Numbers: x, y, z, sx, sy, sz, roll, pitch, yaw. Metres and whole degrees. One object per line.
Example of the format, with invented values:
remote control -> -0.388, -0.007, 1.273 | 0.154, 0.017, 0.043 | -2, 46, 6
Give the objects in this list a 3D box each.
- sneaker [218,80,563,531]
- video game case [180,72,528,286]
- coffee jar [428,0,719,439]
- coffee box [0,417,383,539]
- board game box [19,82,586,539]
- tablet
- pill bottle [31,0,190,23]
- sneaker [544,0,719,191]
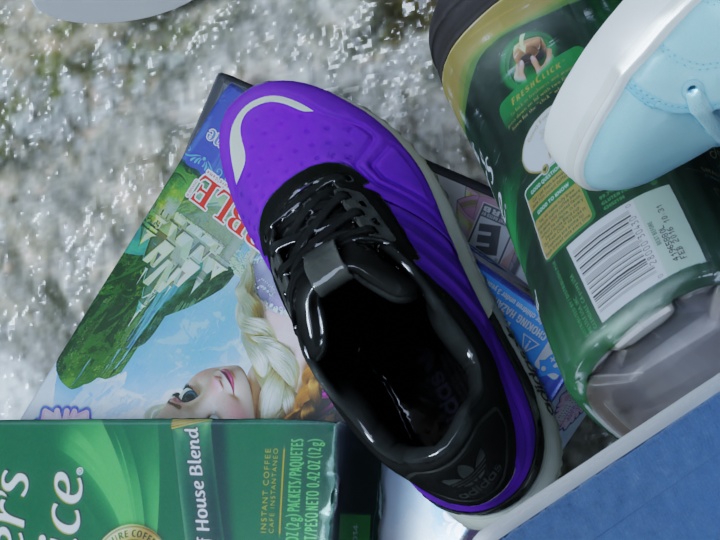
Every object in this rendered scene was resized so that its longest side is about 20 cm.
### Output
sneaker -> 0.001, 0.000, 0.875 | 0.069, 0.099, 0.201 | -39, 66, 12
video game case -> -0.014, 0.035, 0.994 | 0.199, 0.025, 0.182 | 24, 92, 28
coffee jar -> 0.094, -0.032, 0.882 | 0.085, 0.104, 0.201 | -36, 46, 19
coffee box -> -0.089, 0.119, 0.930 | 0.199, 0.044, 0.124 | 0, 81, 28
board game box -> -0.028, 0.060, 0.959 | 0.200, 0.041, 0.200 | 35, 97, 28
tablet -> 0.126, 0.101, 0.756 | 0.014, 0.199, 0.131 | -28, 90, 51
pill bottle -> -0.117, -0.216, 1.043 | 0.111, 0.112, 0.202 | -16, 74, 23
sneaker -> 0.147, -0.071, 0.717 | 0.200, 0.074, 0.082 | -37, 61, 20
